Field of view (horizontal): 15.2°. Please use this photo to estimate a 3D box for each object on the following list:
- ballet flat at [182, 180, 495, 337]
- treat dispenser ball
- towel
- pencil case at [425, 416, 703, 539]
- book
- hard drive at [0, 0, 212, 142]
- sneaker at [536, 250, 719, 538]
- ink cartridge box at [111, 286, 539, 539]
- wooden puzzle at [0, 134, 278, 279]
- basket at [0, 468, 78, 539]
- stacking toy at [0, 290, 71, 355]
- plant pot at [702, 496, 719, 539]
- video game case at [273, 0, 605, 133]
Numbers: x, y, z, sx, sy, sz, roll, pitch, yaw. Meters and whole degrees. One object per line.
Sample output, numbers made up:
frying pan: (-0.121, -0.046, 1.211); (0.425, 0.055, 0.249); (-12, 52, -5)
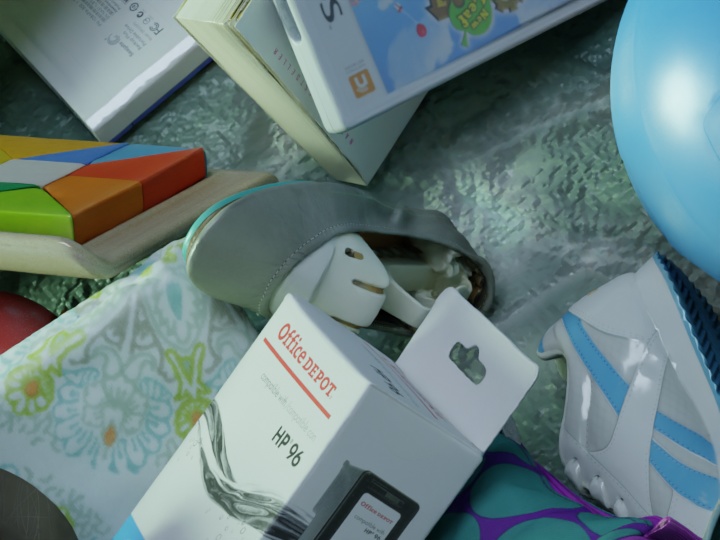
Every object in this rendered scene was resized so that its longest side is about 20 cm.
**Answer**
ballet flat: (0.000, 0.000, 1.223); (0.064, 0.200, 0.068); (44, 110, 26)
treat dispenser ball: (0.209, -0.079, 1.178); (0.200, 0.201, 0.202); (-10, 57, 15)
towel: (-0.112, 0.108, 1.216); (0.200, 0.172, 0.048); (-33, 15, -1)
pencil case: (0.067, 0.114, 1.139); (0.093, 0.085, 0.200); (-58, 30, 1)
book: (0.010, -0.161, 1.347); (0.048, 0.134, 0.200); (13, 65, 46)
hard drive: (-0.098, -0.171, 1.459); (0.200, 0.025, 0.132); (-41, 55, -6)
sneaker: (0.138, 0.092, 1.187); (0.081, 0.076, 0.201); (-31, 51, 19)
ink cartridge box: (-0.024, 0.089, 1.137); (0.200, 0.068, 0.116); (-54, 27, 4)
wooden puzzle: (-0.161, -0.036, 1.311); (0.184, 0.200, 0.037); (5, 103, 24)
basket: (-0.184, 0.178, 1.086); (0.180, 0.136, 0.200); (-42, 18, 26)
stacking toy: (-0.148, 0.065, 1.293); (0.199, 0.146, 0.147); (-1, 58, 1)
plant pot: (0.221, 0.158, 1.056); (0.199, 0.135, 0.201); (0, 66, -1)
video game case: (0.032, -0.188, 1.301); (0.200, 0.183, 0.022); (-28, 12, -28)
